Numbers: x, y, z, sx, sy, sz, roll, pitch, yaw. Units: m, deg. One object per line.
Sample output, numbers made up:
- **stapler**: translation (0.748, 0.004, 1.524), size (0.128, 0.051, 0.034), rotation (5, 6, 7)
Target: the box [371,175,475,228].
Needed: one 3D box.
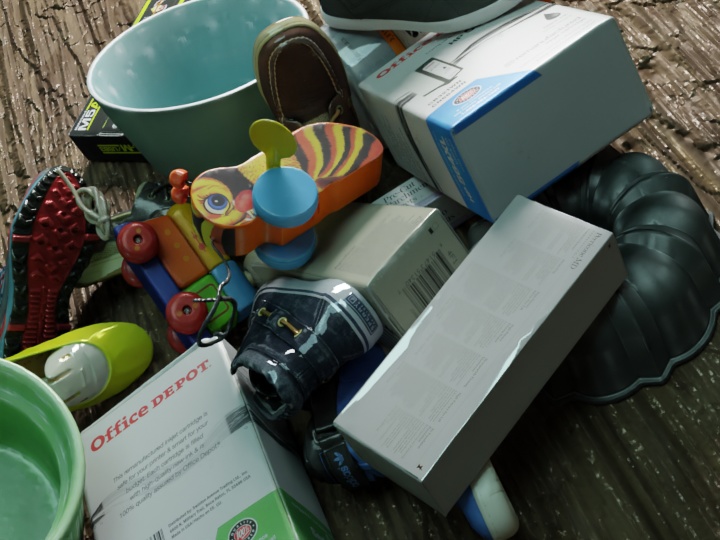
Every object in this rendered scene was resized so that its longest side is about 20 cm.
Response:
- **box**: translation (0.093, -0.076, 0.981), size (0.198, 0.039, 0.042), rotation (-31, 42, 3)

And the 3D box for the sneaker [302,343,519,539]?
- **sneaker**: translation (0.023, 0.130, 0.823), size (0.110, 0.077, 0.201), rotation (-30, 41, -4)

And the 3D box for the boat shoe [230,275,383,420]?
- **boat shoe**: translation (-0.062, 0.056, 0.877), size (0.091, 0.071, 0.200), rotation (-41, 9, -20)

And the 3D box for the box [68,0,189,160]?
- **box**: translation (-0.178, -0.201, 1.235), size (0.191, 0.048, 0.202), rotation (1, 56, 33)

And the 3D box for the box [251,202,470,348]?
- **box**: translation (0.000, 0.000, 0.901), size (0.082, 0.069, 0.199), rotation (-46, 23, -16)

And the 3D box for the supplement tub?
- **supplement tub**: translation (0.063, -0.211, 1.052), size (0.199, 0.123, 0.123), rotation (-39, 45, -6)

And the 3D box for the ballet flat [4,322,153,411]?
- **ballet flat**: translation (-0.267, 0.095, 0.997), size (0.197, 0.068, 0.067), rotation (-14, 13, -5)

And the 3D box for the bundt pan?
- **bundt pan**: translation (0.160, -0.010, 0.865), size (0.199, 0.076, 0.204), rotation (-15, 48, 17)

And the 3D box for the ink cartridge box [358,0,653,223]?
- **ink cartridge box**: translation (0.101, -0.131, 0.914), size (0.145, 0.085, 0.200), rotation (-35, 26, -7)

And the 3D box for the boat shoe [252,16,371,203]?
- **boat shoe**: translation (-0.029, -0.114, 0.971), size (0.071, 0.201, 0.072), rotation (-25, 51, -6)

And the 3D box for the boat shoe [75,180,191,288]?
- **boat shoe**: translation (-0.182, -0.047, 1.082), size (0.198, 0.067, 0.072), rotation (-23, 10, 14)

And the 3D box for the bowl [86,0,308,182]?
- **bowl**: translation (-0.129, -0.150, 1.059), size (0.197, 0.106, 0.202), rotation (-10, 38, 8)

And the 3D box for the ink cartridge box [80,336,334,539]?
- **ink cartridge box**: translation (-0.110, 0.169, 0.856), size (0.145, 0.084, 0.201), rotation (-35, 45, 8)

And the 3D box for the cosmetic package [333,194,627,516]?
- **cosmetic package**: translation (0.079, 0.050, 0.770), size (0.082, 0.051, 0.200), rotation (26, 69, 43)

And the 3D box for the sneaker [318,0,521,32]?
- **sneaker**: translation (0.039, -0.243, 0.936), size (0.197, 0.100, 0.071), rotation (2, 54, 30)

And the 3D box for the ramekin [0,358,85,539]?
- **ramekin**: translation (-0.284, 0.167, 0.831), size (0.196, 0.098, 0.202), rotation (2, 53, -3)

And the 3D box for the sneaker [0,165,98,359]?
- **sneaker**: translation (-0.296, 0.003, 1.066), size (0.095, 0.079, 0.203), rotation (18, 95, 48)

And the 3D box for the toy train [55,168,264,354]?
- **toy train**: translation (-0.153, -0.037, 1.010), size (0.115, 0.085, 0.201), rotation (-34, 80, -17)

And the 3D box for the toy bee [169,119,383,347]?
- **toy bee**: translation (-0.079, -0.054, 0.864), size (0.108, 0.132, 0.199), rotation (35, 38, 18)
